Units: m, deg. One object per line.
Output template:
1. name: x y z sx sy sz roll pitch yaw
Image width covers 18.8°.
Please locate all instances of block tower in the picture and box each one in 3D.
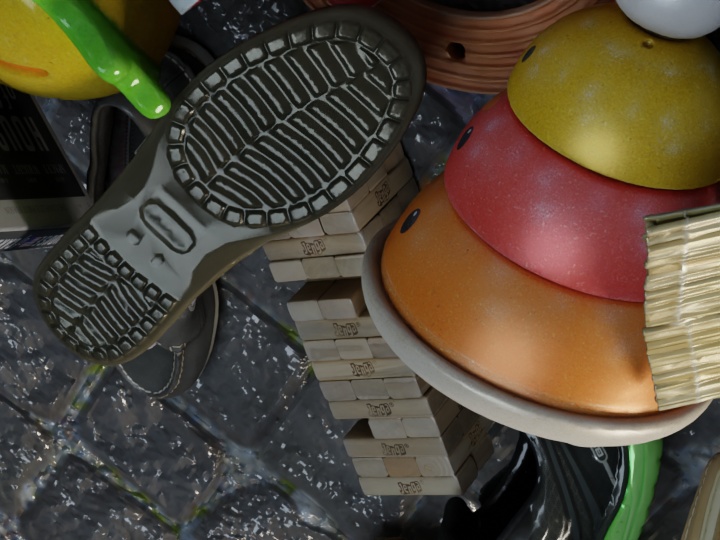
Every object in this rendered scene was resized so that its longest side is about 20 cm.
1. block tower: 0.000 0.000 0.938 0.058 0.054 0.200 -5 117 33

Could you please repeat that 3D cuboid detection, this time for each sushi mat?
1. sushi mat: 0.195 -0.002 0.757 0.200 0.012 0.096 -11 137 -2

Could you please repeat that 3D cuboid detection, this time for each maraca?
1. maraca: -0.124 -0.121 0.857 0.107 0.200 0.137 -43 113 5

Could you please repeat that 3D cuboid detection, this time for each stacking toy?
1. stacking toy: 0.094 -0.049 0.805 0.146 0.146 0.200 27 120 13

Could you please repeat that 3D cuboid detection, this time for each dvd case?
1. dvd case: -0.185 -0.098 0.897 0.025 0.150 0.200 -31 86 11

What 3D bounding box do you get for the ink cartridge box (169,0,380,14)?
1. ink cartridge box: -0.012 -0.187 0.773 0.200 0.084 0.176 -33 100 41

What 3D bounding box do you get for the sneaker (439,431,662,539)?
1. sneaker: 0.070 0.133 0.939 0.084 0.077 0.200 8 103 -9

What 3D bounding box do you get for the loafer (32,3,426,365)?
1. loafer: -0.052 -0.041 0.865 0.200 0.067 0.076 -36 101 26

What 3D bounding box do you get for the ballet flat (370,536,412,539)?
1. ballet flat: 0.068 0.203 1.019 0.200 0.071 0.065 40 170 0

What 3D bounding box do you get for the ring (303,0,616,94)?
1. ring: 0.037 -0.160 0.830 0.200 0.019 0.201 16 128 21

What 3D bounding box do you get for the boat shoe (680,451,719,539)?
1. boat shoe: 0.141 0.168 0.920 0.069 0.074 0.200 9 91 52

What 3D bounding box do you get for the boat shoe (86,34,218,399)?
1. boat shoe: -0.102 -0.013 0.990 0.067 0.057 0.200 21 129 18
